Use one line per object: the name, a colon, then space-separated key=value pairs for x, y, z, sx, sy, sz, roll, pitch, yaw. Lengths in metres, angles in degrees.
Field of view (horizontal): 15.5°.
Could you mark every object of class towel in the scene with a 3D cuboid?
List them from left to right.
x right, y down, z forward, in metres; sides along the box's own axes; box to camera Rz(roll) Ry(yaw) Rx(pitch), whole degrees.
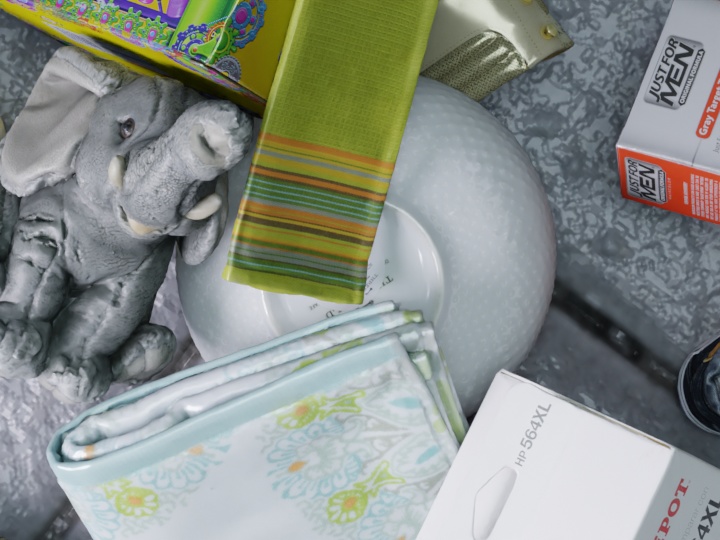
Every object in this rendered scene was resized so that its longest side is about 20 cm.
towel: x=-0.036 y=0.111 z=1.326 sx=0.200 sy=0.048 sz=0.171 roll=-20 pitch=130 yaw=5
towel: x=-0.007 y=-0.083 z=1.257 sx=0.086 sy=0.018 sz=0.200 roll=8 pitch=101 yaw=-43

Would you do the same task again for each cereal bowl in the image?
cereal bowl: x=0.000 y=0.000 z=1.349 sx=0.200 sy=0.083 sz=0.200 roll=1 pitch=103 yaw=6

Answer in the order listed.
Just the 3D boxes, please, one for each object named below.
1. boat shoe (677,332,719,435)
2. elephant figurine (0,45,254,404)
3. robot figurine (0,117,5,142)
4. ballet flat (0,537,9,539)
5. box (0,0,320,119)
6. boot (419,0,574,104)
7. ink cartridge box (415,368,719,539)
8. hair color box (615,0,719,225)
boat shoe: x=0.260 y=0.025 z=1.377 sx=0.200 sy=0.091 sz=0.071 roll=-33 pitch=89 yaw=-3
elephant figurine: x=-0.109 y=-0.043 z=1.279 sx=0.155 sy=0.141 sz=0.200 roll=48 pitch=119 yaw=25
robot figurine: x=-0.247 y=-0.028 z=1.351 sx=0.169 sy=0.113 sz=0.200 roll=16 pitch=86 yaw=-41
ballet flat: x=-0.201 y=0.167 z=1.366 sx=0.200 sy=0.072 sz=0.072 roll=26 pitch=87 yaw=-1
box: x=-0.072 y=-0.191 z=1.313 sx=0.200 sy=0.122 sz=0.193 roll=23 pitch=87 yaw=38
boot: x=0.069 y=-0.183 z=1.388 sx=0.200 sy=0.073 sz=0.156 roll=-39 pitch=88 yaw=0
ink cartridge box: x=0.126 y=0.145 z=1.301 sx=0.200 sy=0.125 sz=0.129 roll=27 pitch=87 yaw=-43
hair color box: x=0.242 y=-0.065 z=1.357 sx=0.200 sy=0.061 sz=0.102 roll=18 pitch=68 yaw=16
